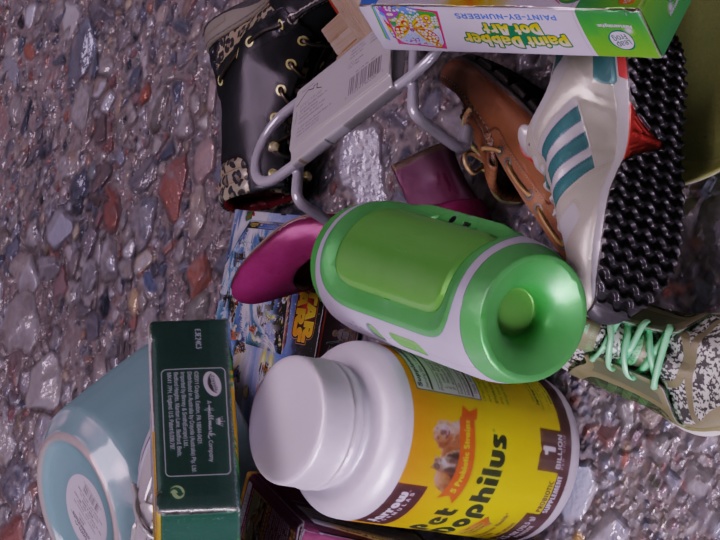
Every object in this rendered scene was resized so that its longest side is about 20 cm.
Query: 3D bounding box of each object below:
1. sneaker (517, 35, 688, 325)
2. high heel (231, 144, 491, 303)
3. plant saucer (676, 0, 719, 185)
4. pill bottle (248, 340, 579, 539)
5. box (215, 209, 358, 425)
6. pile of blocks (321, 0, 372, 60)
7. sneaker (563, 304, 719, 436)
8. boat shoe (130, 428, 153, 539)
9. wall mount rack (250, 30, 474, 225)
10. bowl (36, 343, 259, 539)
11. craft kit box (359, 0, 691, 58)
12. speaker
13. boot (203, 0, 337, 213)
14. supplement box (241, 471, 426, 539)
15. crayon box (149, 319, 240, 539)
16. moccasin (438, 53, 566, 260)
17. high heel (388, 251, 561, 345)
[{"bbox_3d":[0.138,-0.057,1.327,0.093,0.070,0.201,-14,61,45],"label":"sneaker"},{"bbox_3d":[0.000,0.000,1.511,0.200,0.067,0.097,-31,72,30],"label":"high heel"},{"bbox_3d":[0.211,-0.147,1.353,0.200,0.031,0.201,-19,66,49],"label":"plant saucer"},{"bbox_3d":[0.032,0.105,1.372,0.109,0.199,0.110,-18,66,49],"label":"pill bottle"},{"bbox_3d":[-0.058,0.059,1.633,0.137,0.040,0.201,8,86,54],"label":"box"},{"bbox_3d":[0.016,-0.197,1.490,0.062,0.082,0.200,56,170,1],"label":"pile of blocks"},{"bbox_3d":[0.157,0.047,1.320,0.200,0.088,0.077,16,92,52],"label":"sneaker"},{"bbox_3d":[-0.128,0.189,1.517,0.086,0.074,0.203,-110,32,-82],"label":"boat shoe"},{"bbox_3d":[0.017,-0.123,1.455,0.200,0.074,0.174,-34,37,37],"label":"wall mount rack"},{"bbox_3d":[-0.166,0.160,1.635,0.200,0.105,0.202,24,121,48],"label":"bowl"},{"bbox_3d":[0.126,-0.214,1.336,0.197,0.049,0.200,4,53,39],"label":"craft kit box"},{"bbox_3d":[0.048,0.010,1.314,0.200,0.088,0.089,19,95,59],"label":"speaker"},{"bbox_3d":[-0.044,-0.135,1.647,0.203,0.073,0.155,-19,69,49],"label":"boot"},{"bbox_3d":[-0.025,0.216,1.443,0.200,0.103,0.132,-155,79,-77],"label":"supplement box"},{"bbox_3d":[-0.104,0.133,1.385,0.200,0.051,0.126,100,167,-60],"label":"crayon box"},{"bbox_3d":[0.107,-0.072,1.438,0.078,0.073,0.202,-53,50,17],"label":"moccasin"},{"bbox_3d":[0.075,0.056,1.471,0.200,0.096,0.068,115,152,-51],"label":"high heel"}]
